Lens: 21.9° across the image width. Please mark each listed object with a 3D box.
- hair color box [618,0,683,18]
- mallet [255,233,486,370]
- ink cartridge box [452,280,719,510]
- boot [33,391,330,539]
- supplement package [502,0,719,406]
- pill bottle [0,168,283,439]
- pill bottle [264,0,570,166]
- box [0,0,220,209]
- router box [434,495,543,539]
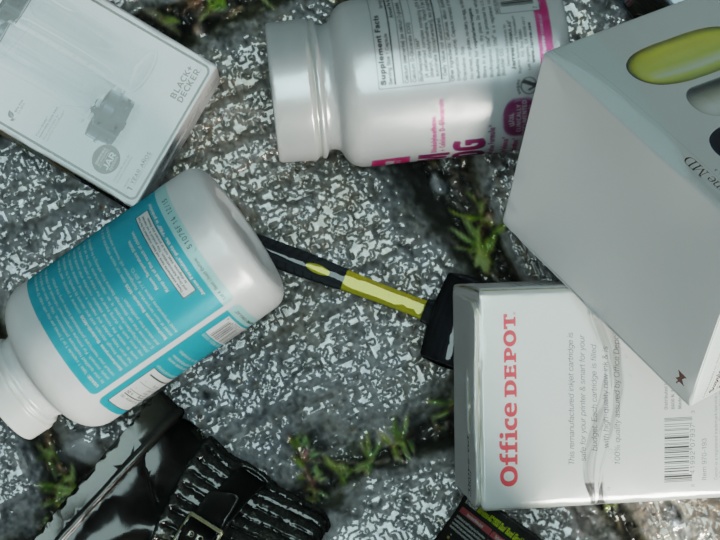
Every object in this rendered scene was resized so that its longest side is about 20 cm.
[{"bbox_3d":[0.269,-0.247,1.280,0.200,0.099,0.061,-41,89,-3],"label":"hair color box"},{"bbox_3d":[0.000,0.000,1.291,0.199,0.041,0.066,28,87,4],"label":"mallet"},{"bbox_3d":[0.163,0.078,1.244,0.199,0.083,0.146,-2,95,-10],"label":"ink cartridge box"},{"bbox_3d":[-0.137,0.204,1.250,0.158,0.079,0.211,40,86,1],"label":"boot"},{"bbox_3d":[0.233,-0.059,1.174,0.199,0.148,0.191,-23,53,-29],"label":"supplement package"},{"bbox_3d":[-0.159,0.029,1.239,0.200,0.111,0.111,-34,88,4],"label":"pill bottle"},{"bbox_3d":[0.038,-0.131,1.259,0.199,0.113,0.114,-6,87,-1],"label":"pill bottle"},{"bbox_3d":[-0.210,-0.138,1.279,0.199,0.060,0.117,29,86,0],"label":"box"},{"bbox_3d":[0.073,0.233,1.194,0.062,0.200,0.150,36,87,-11],"label":"router box"}]
